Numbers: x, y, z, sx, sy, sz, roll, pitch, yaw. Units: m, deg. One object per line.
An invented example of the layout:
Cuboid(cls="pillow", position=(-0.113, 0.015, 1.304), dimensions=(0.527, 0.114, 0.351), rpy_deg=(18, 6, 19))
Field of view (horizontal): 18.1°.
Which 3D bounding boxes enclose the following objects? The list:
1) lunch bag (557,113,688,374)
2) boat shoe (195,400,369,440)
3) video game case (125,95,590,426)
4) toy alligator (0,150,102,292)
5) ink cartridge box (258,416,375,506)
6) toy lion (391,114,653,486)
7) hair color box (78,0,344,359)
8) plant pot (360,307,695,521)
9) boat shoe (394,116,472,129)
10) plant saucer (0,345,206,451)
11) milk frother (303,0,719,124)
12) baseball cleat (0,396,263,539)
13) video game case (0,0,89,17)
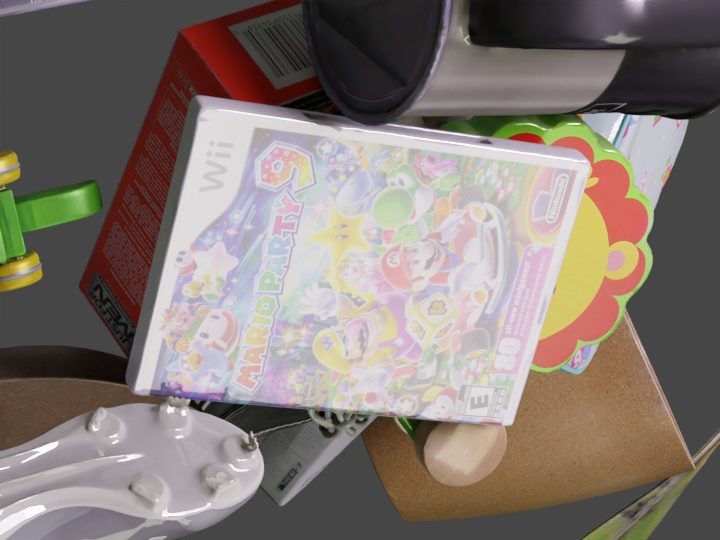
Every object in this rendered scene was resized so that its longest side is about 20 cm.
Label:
Cuboid(cls="lunch bag", position=(0.122, -0.039, 1.334), dimensions=(0.201, 0.077, 0.160), rpy_deg=(-66, 161, 0))
Cuboid(cls="boat shoe", position=(-0.012, 0.053, 1.224), dimensions=(0.198, 0.068, 0.074), rpy_deg=(-30, 151, 6))
Cuboid(cls="video game case", position=(0.000, 0.000, 1.062), dimensions=(0.199, 0.018, 0.144), rpy_deg=(6, 112, -23))
Cuboid(cls="toy alligator", position=(-0.206, -0.008, 0.997), dimensions=(0.199, 0.060, 0.054), rpy_deg=(-22, -165, -36))
Cuboid(cls="ink cartridge box", position=(0.032, 0.033, 1.387), dimensions=(0.199, 0.041, 0.200), rpy_deg=(-42, 172, -44))
Cuboid(cls="toy lion", position=(0.043, -0.003, 1.125), dimensions=(0.199, 0.069, 0.192), rpy_deg=(25, 105, -29))
Cuboid(cls="hair color box", position=(-0.064, -0.045, 1.130), dimensions=(0.101, 0.061, 0.200), rpy_deg=(-23, 155, -35))
Cuboid(cls="plant pot", position=(0.103, 0.091, 1.563), dimensions=(0.199, 0.187, 0.186), rpy_deg=(-25, 161, 8))
Cuboid(cls="boat shoe", position=(0.050, -0.090, 1.213), dimensions=(0.199, 0.066, 0.072), rpy_deg=(-28, 158, -25))
Cuboid(cls="plant saucer", position=(-0.169, 0.087, 1.183), dimensions=(0.199, 0.037, 0.201), rpy_deg=(-4, 151, -2))
Cuboid(cls="milk frother", position=(0.092, -0.174, 1.026), dimensions=(0.187, 0.202, 0.180), rpy_deg=(-4, 172, -34))
Cuboid(cls="baseball cleat", position=(-0.144, 0.117, 1.036), dimensions=(0.199, 0.070, 0.107), rpy_deg=(-7, 143, -28))
Cuboid(cls="video game case", position=(-0.081, -0.179, 0.882), dimensions=(0.142, 0.019, 0.200), rpy_deg=(-18, 151, -42))
